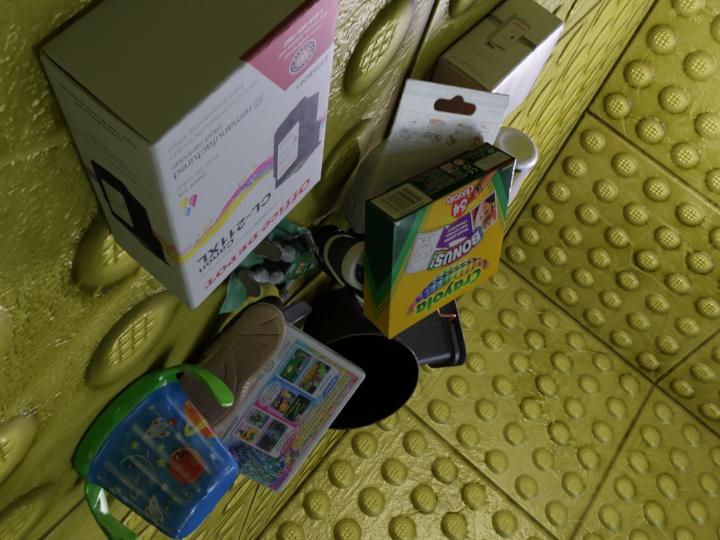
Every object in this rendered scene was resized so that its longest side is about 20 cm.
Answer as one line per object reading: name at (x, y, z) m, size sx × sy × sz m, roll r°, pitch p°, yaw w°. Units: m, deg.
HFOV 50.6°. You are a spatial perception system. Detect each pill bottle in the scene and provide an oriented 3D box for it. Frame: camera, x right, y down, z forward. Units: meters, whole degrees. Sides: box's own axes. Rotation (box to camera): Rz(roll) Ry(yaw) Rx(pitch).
pill bottle at (0.287, -0.197, 1.617) m, size 0.112 × 0.111 × 0.202 m, roll -43°, pitch 166°, yaw -37°

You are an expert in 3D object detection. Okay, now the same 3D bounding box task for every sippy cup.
sippy cup at (-0.199, 0.196, 0.781) m, size 0.139 × 0.130 × 0.179 m, roll -40°, pitch 164°, yaw -44°

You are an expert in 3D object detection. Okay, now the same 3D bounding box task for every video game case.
video game case at (-0.117, 0.167, 0.967) m, size 0.202 × 0.180 × 0.024 m, roll -53°, pitch -153°, yaw 6°

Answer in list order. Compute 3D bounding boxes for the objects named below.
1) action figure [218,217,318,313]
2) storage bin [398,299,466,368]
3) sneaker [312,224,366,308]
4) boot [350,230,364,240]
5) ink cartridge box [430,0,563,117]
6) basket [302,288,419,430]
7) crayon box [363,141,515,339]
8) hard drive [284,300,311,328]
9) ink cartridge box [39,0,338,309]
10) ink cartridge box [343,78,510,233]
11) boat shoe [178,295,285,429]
action figure at (-0.083, -0.010, 0.835) m, size 0.120 × 0.054 × 0.200 m, roll -57°, pitch 173°, yaw 9°
storage bin at (0.076, 0.071, 1.237) m, size 0.131 × 0.205 × 0.145 m, roll -12°, pitch 176°, yaw -23°
sneaker at (0.000, 0.000, 0.999) m, size 0.074 × 0.111 × 0.200 m, roll -51°, pitch 145°, yaw -9°
boot at (0.062, -0.069, 1.131) m, size 0.153 × 0.072 × 0.203 m, roll -14°, pitch 136°, yaw -57°
ink cartridge box at (0.170, -0.256, 1.021) m, size 0.200 × 0.082 × 0.148 m, roll -45°, pitch 166°, yaw -32°
basket at (-0.021, 0.115, 1.101) m, size 0.176 × 0.139 × 0.201 m, roll -14°, pitch -159°, yaw -4°
crayon box at (0.094, -0.037, 0.924) m, size 0.197 × 0.058 × 0.176 m, roll -28°, pitch 137°, yaw -29°
hard drive at (-0.150, 0.142, 1.084) m, size 0.202 × 0.026 × 0.131 m, roll -59°, pitch 168°, yaw 25°
ink cartridge box at (-0.091, -0.087, 0.470) m, size 0.146 × 0.082 × 0.201 m, roll -48°, pitch 168°, yaw -23°
ink cartridge box at (0.080, -0.139, 0.940) m, size 0.157 × 0.047 × 0.204 m, roll 0°, pitch 124°, yaw -31°
boat shoe at (-0.149, 0.108, 0.863) m, size 0.201 × 0.071 × 0.065 m, roll -50°, pitch -174°, yaw 19°
